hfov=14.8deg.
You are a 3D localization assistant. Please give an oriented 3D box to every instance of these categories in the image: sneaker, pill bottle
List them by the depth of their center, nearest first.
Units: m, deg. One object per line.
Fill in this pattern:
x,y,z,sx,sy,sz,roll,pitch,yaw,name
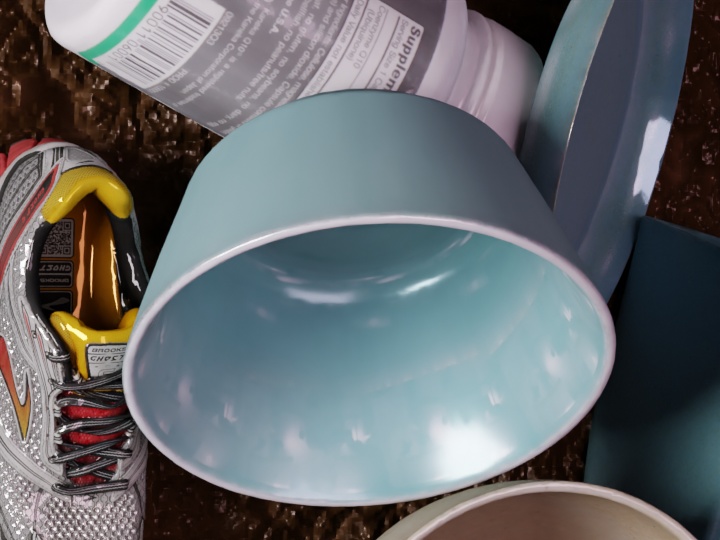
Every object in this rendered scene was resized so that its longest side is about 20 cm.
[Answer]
-0.124,0.046,1.175,0.077,0.082,0.201,-9,98,-26,sneaker
-0.026,-0.103,1.198,0.199,0.113,0.114,29,81,-26,pill bottle

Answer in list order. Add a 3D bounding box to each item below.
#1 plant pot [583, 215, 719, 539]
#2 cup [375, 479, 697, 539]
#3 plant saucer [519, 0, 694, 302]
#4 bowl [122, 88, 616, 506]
0.191,0.099,1.312,0.141,0.141,0.201,15,97,-27,plant pot
0.057,0.182,1.235,0.199,0.143,0.202,-2,96,-17,cup
0.107,-0.064,1.253,0.027,0.200,0.201,16,85,16,plant saucer
0.000,0.000,1.145,0.200,0.201,0.106,16,49,-27,bowl
